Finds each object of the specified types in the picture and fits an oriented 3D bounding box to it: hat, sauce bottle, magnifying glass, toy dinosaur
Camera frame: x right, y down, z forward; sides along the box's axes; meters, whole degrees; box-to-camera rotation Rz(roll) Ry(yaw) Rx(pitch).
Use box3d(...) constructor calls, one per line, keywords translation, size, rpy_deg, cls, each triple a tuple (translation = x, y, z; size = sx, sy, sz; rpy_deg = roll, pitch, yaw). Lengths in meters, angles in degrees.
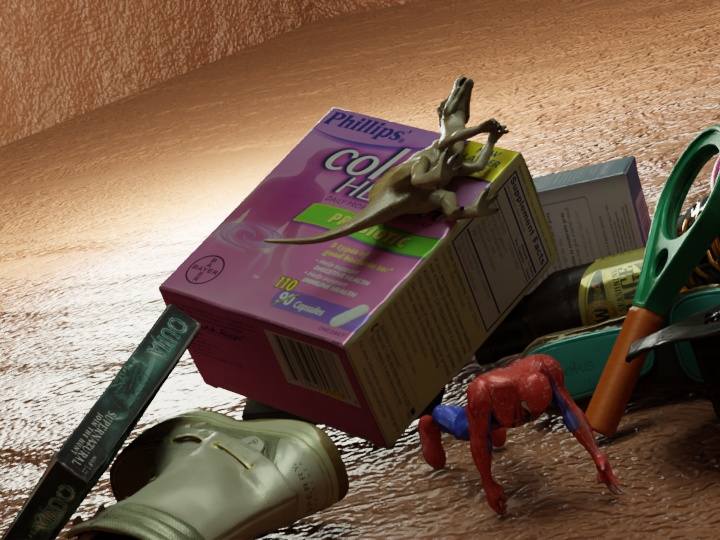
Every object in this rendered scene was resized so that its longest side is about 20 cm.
box3d(translation=(0.254, 0.046, 1.401), size=(0.200, 0.081, 0.201), rpy_deg=(-20, -1, 0), cls="hat")
box3d(translation=(0.172, 0.023, 1.681), size=(0.199, 0.066, 0.066), rpy_deg=(-17, 11, 9), cls="sauce bottle")
box3d(translation=(0.183, 0.006, 1.496), size=(0.022, 0.201, 0.080), rpy_deg=(26, -3, -16), cls="magnifying glass")
box3d(translation=(0.036, -0.054, 1.609), size=(0.101, 0.058, 0.200), rpy_deg=(-1, 34, 48), cls="toy dinosaur")

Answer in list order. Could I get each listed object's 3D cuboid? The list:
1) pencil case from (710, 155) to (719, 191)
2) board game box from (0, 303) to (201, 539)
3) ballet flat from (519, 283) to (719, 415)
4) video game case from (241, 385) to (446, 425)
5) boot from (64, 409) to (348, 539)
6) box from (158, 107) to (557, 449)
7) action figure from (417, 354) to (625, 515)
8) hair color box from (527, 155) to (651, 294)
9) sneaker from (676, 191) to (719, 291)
box3d(translation=(0.298, -0.052, 1.784), size=(0.090, 0.094, 0.200), rpy_deg=(1, 14, 4), cls="pencil case")
box3d(translation=(-0.170, 0.117, 1.512), size=(0.135, 0.028, 0.200), rpy_deg=(-54, 2, 31), cls="board game box")
box3d(translation=(0.198, 0.051, 1.546), size=(0.199, 0.068, 0.072), rpy_deg=(-16, -8, 18), cls="ballet flat")
box3d(translation=(0.007, 0.029, 1.730), size=(0.142, 0.019, 0.200), rpy_deg=(-5, 44, 23), cls="video game case")
box3d(translation=(-0.123, 0.147, 1.476), size=(0.200, 0.072, 0.154), rpy_deg=(-6, 19, 48), cls="boot")
box3d(translation=(0.000, 0.000, 1.670), size=(0.176, 0.097, 0.200), rpy_deg=(17, 52, 40), cls="box")
box3d(translation=(0.090, 0.105, 1.431), size=(0.065, 0.099, 0.200), rpy_deg=(-21, -10, -13), cls="action figure")
box3d(translation=(0.115, -0.012, 1.821), size=(0.199, 0.099, 0.061), rpy_deg=(-12, 12, 16), cls="hair color box")
box3d(translation=(0.233, -0.019, 1.535), size=(0.077, 0.079, 0.200), rpy_deg=(-15, -16, -11), cls="sneaker")
